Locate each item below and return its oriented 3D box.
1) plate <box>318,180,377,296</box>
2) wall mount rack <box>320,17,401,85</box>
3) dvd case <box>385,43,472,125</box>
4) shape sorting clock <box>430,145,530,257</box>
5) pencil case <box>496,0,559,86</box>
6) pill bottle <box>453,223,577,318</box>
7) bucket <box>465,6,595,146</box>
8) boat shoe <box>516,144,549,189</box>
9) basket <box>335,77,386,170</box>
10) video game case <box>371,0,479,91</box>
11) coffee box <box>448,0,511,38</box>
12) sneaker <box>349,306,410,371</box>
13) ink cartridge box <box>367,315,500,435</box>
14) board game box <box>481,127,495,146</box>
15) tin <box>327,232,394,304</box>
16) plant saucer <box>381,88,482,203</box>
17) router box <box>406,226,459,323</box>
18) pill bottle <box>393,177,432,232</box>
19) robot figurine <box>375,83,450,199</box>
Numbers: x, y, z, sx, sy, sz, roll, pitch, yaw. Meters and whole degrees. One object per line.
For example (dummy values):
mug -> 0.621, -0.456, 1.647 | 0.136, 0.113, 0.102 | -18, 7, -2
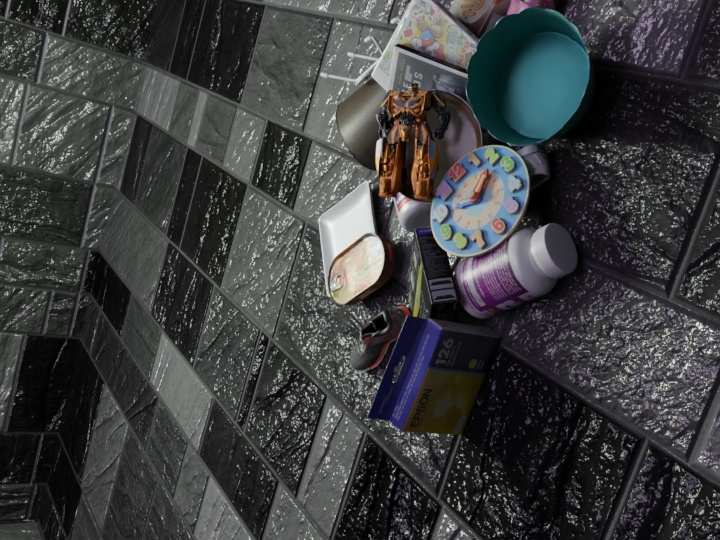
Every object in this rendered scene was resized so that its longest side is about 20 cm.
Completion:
plate -> -0.019, -0.066, 1.727 | 0.198, 0.032, 0.205 | -31, 59, 45
wall mount rack -> 0.015, -0.451, 1.627 | 0.172, 0.200, 0.075 | -27, 104, 46
dvd case -> 0.134, -0.315, 1.434 | 0.197, 0.025, 0.154 | 28, 126, 25
shape sorting clock -> 0.197, -0.119, 1.299 | 0.197, 0.039, 0.205 | -26, 50, 35
pencil case -> 0.286, -0.419, 1.336 | 0.082, 0.085, 0.205 | 27, 105, 36
pill bottle -> 0.256, -0.001, 1.273 | 0.199, 0.110, 0.115 | -30, 60, 47
bucket -> 0.277, -0.302, 1.231 | 0.202, 0.134, 0.214 | 3, 97, 25
boat shoe -> 0.250, -0.138, 1.349 | 0.198, 0.070, 0.072 | -33, 55, 38
basket -> 0.060, -0.343, 1.599 | 0.199, 0.134, 0.184 | -40, 52, 37
video game case -> 0.127, -0.384, 1.436 | 0.182, 0.023, 0.201 | 46, 132, 12
coffee box -> 0.235, -0.483, 1.425 | 0.115, 0.078, 0.203 | 53, 125, 43
sneaker -> 0.021, 0.135, 1.589 | 0.201, 0.080, 0.078 | -50, 47, 35
ink cartridge box -> 0.130, 0.186, 1.332 | 0.047, 0.196, 0.202 | 39, 113, 49
board game box -> 0.215, -0.253, 1.454 | 0.094, 0.029, 0.206 | 4, 88, 53
tin -> 0.000, 0.000, 1.634 | 0.199, 0.041, 0.115 | -35, 54, 43
plant saucer -> 0.132, -0.224, 1.403 | 0.195, 0.032, 0.207 | 1, 93, 26
router box -> 0.127, 0.045, 1.395 | 0.202, 0.051, 0.161 | 92, 170, -56
pill bottle -> 0.109, -0.184, 1.510 | 0.112, 0.110, 0.205 | -39, 54, 42
robot figurine -> 0.088, -0.232, 1.375 | 0.141, 0.058, 0.206 | 4, 93, 23
